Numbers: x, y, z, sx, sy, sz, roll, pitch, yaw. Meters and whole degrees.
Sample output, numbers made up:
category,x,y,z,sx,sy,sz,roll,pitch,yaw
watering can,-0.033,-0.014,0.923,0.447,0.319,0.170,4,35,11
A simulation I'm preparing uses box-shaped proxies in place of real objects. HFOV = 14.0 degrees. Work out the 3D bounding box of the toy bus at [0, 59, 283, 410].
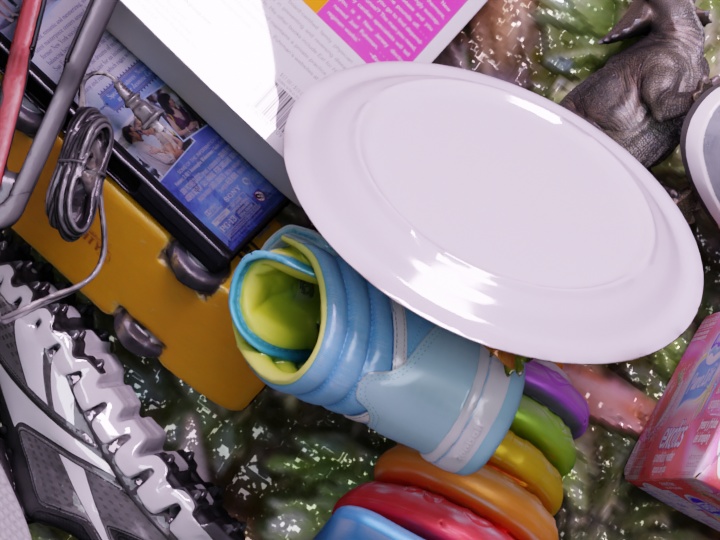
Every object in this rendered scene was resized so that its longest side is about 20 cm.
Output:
category,x,y,z,sx,sy,sz,roll,pitch,yaw
toy bus,-0.105,-0.026,1.380,0.200,0.065,0.078,42,40,0

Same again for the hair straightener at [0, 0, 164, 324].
category,x,y,z,sx,sy,sz,roll,pitch,yaw
hair straightener,-0.125,-0.070,1.303,0.076,0.041,0.201,15,78,-6

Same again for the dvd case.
category,x,y,z,sx,sy,sz,roll,pitch,yaw
dvd case,-0.103,-0.103,1.381,0.200,0.018,0.143,43,43,0

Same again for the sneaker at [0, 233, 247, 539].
category,x,y,z,sx,sy,sz,roll,pitch,yaw
sneaker,-0.144,0.074,1.377,0.090,0.066,0.200,-39,80,8

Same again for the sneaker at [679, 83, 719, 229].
category,x,y,z,sx,sy,sz,roll,pitch,yaw
sneaker,0.240,-0.007,1.357,0.200,0.121,0.084,42,80,-26

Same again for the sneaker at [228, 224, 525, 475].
category,x,y,z,sx,sy,sz,roll,pitch,yaw
sneaker,0.000,0.000,1.331,0.130,0.200,0.080,22,115,-19

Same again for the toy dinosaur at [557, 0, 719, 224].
category,x,y,z,sx,sy,sz,roll,pitch,yaw
toy dinosaur,0.124,-0.064,1.414,0.077,0.102,0.201,31,96,-41

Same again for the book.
category,x,y,z,sx,sy,sz,roll,pitch,yaw
book,-0.012,-0.145,1.391,0.134,0.048,0.200,43,64,-2

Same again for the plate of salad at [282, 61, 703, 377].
category,x,y,z,sx,sy,sz,roll,pitch,yaw
plate of salad,0.057,-0.022,1.299,0.199,0.200,0.048,22,125,-2

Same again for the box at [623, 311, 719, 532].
category,x,y,z,sx,sy,sz,roll,pitch,yaw
box,0.196,0.077,1.339,0.102,0.200,0.095,27,85,0

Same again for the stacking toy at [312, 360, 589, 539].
category,x,y,z,sx,sy,sz,roll,pitch,yaw
stacking toy,0.064,0.077,1.390,0.109,0.116,0.201,28,69,-2

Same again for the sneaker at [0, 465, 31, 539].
category,x,y,z,sx,sy,sz,roll,pitch,yaw
sneaker,-0.223,0.068,1.339,0.082,0.074,0.201,-26,77,11
